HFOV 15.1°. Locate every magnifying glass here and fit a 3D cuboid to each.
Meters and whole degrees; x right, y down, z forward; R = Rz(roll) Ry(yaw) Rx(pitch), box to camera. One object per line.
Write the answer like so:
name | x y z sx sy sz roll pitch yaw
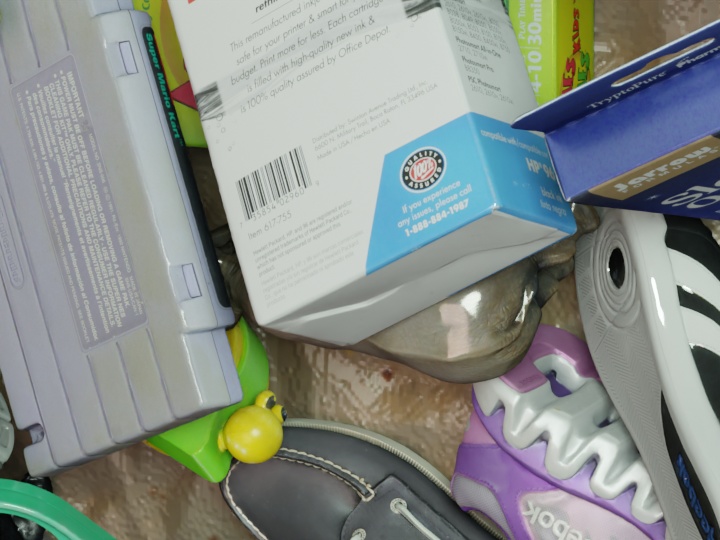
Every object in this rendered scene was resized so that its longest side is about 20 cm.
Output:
magnifying glass | -0.099 0.140 1.156 0.199 0.022 0.080 16 124 -9

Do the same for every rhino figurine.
rhino figurine | 0.000 0.000 1.127 0.199 0.088 0.060 9 136 38

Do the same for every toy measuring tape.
toy measuring tape | -0.102 0.030 1.216 0.199 0.073 0.074 28 114 37

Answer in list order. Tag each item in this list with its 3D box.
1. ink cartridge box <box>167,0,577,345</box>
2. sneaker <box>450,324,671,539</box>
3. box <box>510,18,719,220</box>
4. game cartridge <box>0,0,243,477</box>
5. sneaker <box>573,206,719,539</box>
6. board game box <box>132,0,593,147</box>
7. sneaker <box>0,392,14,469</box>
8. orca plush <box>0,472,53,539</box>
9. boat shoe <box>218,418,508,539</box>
ink cartridge box | -0.004 -0.087 1.055 0.116 0.068 0.201 -26 69 27
sneaker | 0.115 0.113 1.118 0.200 0.080 0.089 39 121 19
box | 0.149 -0.056 0.987 0.121 0.200 0.033 -24 75 29
game cartridge | -0.119 -0.024 1.151 0.129 0.038 0.201 -21 82 40
sneaker | 0.161 0.038 1.083 0.073 0.111 0.201 114 145 -55
board game box | -0.002 -0.101 1.136 0.199 0.048 0.102 5 104 25
sneaker | -0.217 0.036 1.214 0.087 0.074 0.201 -47 39 27
orca plush | -0.182 0.112 1.281 0.201 0.071 0.105 57 163 15
boat shoe | 0.016 0.127 1.172 0.199 0.063 0.073 29 113 17
